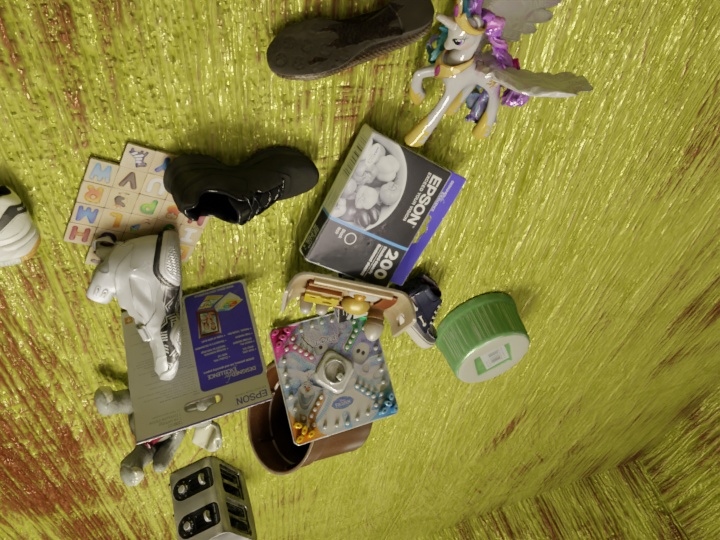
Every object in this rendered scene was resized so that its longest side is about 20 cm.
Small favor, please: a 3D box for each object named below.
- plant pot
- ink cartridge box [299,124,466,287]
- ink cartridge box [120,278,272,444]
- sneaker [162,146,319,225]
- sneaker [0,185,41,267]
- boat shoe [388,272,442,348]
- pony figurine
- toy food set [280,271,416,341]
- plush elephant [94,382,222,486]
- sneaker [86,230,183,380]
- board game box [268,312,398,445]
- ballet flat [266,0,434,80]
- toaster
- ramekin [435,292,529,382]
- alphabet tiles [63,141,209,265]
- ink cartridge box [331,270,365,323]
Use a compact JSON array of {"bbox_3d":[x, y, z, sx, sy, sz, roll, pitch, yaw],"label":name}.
[{"bbox_3d":[-0.089,0.289,1.103,0.200,0.203,0.196,-44,145,25],"label":"plant pot"},{"bbox_3d":[0.041,-0.075,0.797,0.196,0.044,0.201,18,112,-32],"label":"ink cartridge box"},{"bbox_3d":[-0.241,0.131,0.816,0.193,0.204,0.044,-15,152,-10],"label":"ink cartridge box"},{"bbox_3d":[-0.138,-0.097,0.693,0.195,0.092,0.077,-13,138,-24],"label":"sneaker"},{"bbox_3d":[-0.468,-0.045,0.611,0.195,0.076,0.090,-15,126,-18],"label":"sneaker"},{"bbox_3d":[0.125,0.079,1.055,0.091,0.076,0.200,-27,142,17],"label":"boat shoe"},{"bbox_3d":[0.150,-0.239,0.658,0.188,0.171,0.201,-8,157,-16],"label":"pony figurine"},{"bbox_3d":[-0.024,0.062,0.851,0.194,0.062,0.144,11,163,-7],"label":"toy food set"},{"bbox_3d":[-0.316,0.245,0.950,0.152,0.169,0.199,-21,174,19],"label":"plush elephant"},{"bbox_3d":[-0.297,0.049,0.743,0.112,0.075,0.206,-1,103,-16],"label":"sneaker"},{"bbox_3d":[-0.045,0.178,0.982,0.195,0.205,0.026,-13,169,-16],"label":"board game box"},{"bbox_3d":[-0.009,-0.254,0.618,0.196,0.069,0.046,-23,175,-7],"label":"ballet flat"},{"bbox_3d":[-0.334,0.555,1.276,0.116,0.183,0.201,-26,142,3],"label":"toaster"},{"bbox_3d":[0.266,0.152,1.198,0.195,0.099,0.203,-15,141,-12],"label":"ramekin"},{"bbox_3d":[-0.280,-0.071,0.720,0.163,0.006,0.201,10,130,-37],"label":"alphabet tiles"},{"bbox_3d":[0.000,0.000,0.921,0.092,0.045,0.203,-15,140,-14],"label":"ink cartridge box"}]
